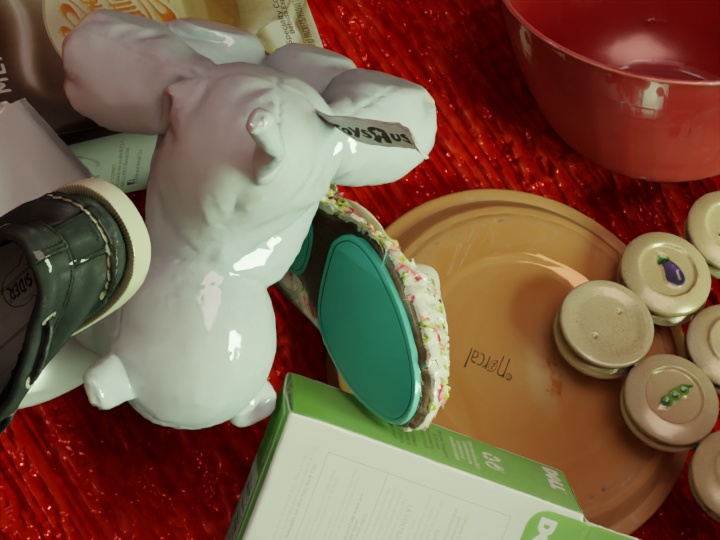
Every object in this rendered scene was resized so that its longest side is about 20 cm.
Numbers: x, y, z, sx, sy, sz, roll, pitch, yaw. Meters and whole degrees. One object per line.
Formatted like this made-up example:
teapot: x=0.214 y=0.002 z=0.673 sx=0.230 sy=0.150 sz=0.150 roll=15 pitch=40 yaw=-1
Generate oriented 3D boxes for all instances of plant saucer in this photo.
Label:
plant saucer: x=0.082 y=0.050 z=0.925 sx=0.198 sy=0.032 sz=0.203 roll=7 pitch=65 yaw=-15

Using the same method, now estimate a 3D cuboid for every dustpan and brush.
dustpan and brush: x=-0.191 y=0.036 z=0.828 sx=0.201 sy=0.057 sz=0.140 roll=-54 pitch=127 yaw=-22

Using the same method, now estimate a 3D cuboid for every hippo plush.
hippo plush: x=-0.049 y=-0.013 z=0.793 sx=0.158 sy=0.199 sz=0.163 roll=3 pitch=108 yaw=-37

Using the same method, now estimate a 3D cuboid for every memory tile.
memory tile: x=0.209 y=0.028 z=0.928 sx=0.199 sy=0.017 sz=0.154 roll=-33 pitch=72 yaw=-26

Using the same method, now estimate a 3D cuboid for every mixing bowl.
mixing bowl: x=0.165 y=-0.120 z=0.972 sx=0.197 sy=0.109 sz=0.201 roll=1 pitch=43 yaw=-1

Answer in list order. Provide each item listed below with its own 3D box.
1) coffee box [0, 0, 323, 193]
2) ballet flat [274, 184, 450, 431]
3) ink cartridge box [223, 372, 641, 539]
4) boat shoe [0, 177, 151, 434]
coffee box: x=-0.127 y=-0.105 z=0.904 sx=0.198 sy=0.080 sz=0.115 roll=-13 pitch=71 yaw=-22
ballet flat: x=0.000 y=0.000 z=0.866 sx=0.063 sy=0.076 sz=0.200 roll=-3 pitch=38 yaw=-36
ink cartridge box: x=0.040 y=0.134 z=0.841 sx=0.198 sy=0.059 sz=0.105 roll=20 pitch=102 yaw=-8
boat shoe: x=-0.167 y=0.037 z=0.725 sx=0.075 sy=0.199 sz=0.066 roll=58 pitch=31 yaw=2
